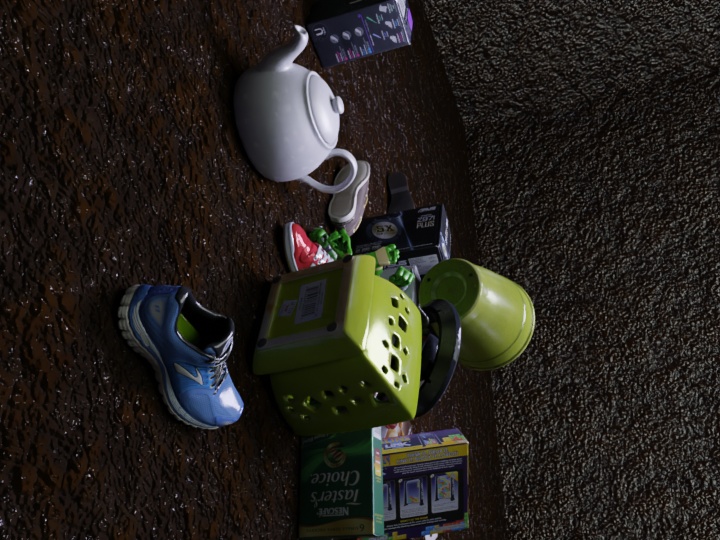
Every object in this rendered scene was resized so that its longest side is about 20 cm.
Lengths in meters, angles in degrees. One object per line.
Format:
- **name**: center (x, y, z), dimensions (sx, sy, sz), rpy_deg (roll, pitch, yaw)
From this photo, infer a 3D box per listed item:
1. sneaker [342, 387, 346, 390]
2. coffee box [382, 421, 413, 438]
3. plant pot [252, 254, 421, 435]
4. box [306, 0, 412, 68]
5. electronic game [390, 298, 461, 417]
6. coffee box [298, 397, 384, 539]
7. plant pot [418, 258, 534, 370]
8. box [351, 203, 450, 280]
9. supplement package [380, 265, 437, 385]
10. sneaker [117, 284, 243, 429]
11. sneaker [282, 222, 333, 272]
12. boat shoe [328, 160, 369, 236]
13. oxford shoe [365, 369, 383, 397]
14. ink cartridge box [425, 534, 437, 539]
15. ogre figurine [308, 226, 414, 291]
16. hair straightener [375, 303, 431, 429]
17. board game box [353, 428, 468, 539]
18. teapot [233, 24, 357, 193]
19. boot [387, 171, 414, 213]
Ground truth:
- **sneaker**: center (-0.008, 0.193, 1.144), dimensions (0.074, 0.081, 0.201), rpy_deg (-76, 150, -53)
- **coffee box**: center (0.037, 0.330, 1.210), dimensions (0.200, 0.079, 0.115), rpy_deg (-55, 132, -66)
- **plant pot**: center (-0.036, 0.100, 0.935), dimensions (0.182, 0.198, 0.201), rpy_deg (57, 29, -38)
- **box**: center (0.001, -0.527, 1.371), dimensions (0.123, 0.199, 0.106), rpy_deg (-82, 155, -45)
- **electronic game**: center (0.105, 0.143, 1.064), dimensions (0.041, 0.200, 0.201), rpy_deg (20, 48, -19)
- **coffee box**: center (-0.029, 0.292, 0.959), dimensions (0.044, 0.122, 0.201), rpy_deg (49, 37, -57)
- **plant pot**: center (0.210, 0.070, 1.251), dimensions (0.193, 0.200, 0.201), rpy_deg (37, 45, -49)
- **box**: center (0.086, -0.049, 1.374), dimensions (0.164, 0.199, 0.086), rpy_deg (-75, 151, -52)
- **supplement package**: center (0.061, 0.122, 1.281), dimensions (0.151, 0.151, 0.200), rpy_deg (-80, 154, -47)
- **sneaker**: center (-0.169, 0.095, 0.680), dimensions (0.079, 0.089, 0.201), rpy_deg (-78, 152, -48)
- **sneaker**: center (-0.050, 0.000, 1.065), dimensions (0.071, 0.112, 0.201), rpy_deg (-75, 150, -54)
- **boat shoe**: center (-0.018, -0.150, 1.325), dimensions (0.201, 0.071, 0.060), rpy_deg (-76, 157, -44)
- **oxford shoe**: center (0.001, 0.241, 1.056), dimensions (0.073, 0.071, 0.201), rpy_deg (44, 59, -36)
- **ink cartridge box**: center (0.109, 0.480, 1.376), dimensions (0.117, 0.067, 0.201), rpy_deg (20, 61, -71)
- **ogre figurine**: center (0.000, 0.000, 1.159), dimensions (0.120, 0.199, 0.098), rpy_deg (90, 12, -53)
- **hair straightener**: center (0.055, 0.146, 1.030), dimensions (0.041, 0.077, 0.201), rpy_deg (25, 82, -50)
- **board game box**: center (0.080, 0.364, 1.088), dimensions (0.057, 0.199, 0.166), rpy_deg (-135, -138, -74)
- **teapot**: center (-0.094, -0.236, 1.007), dimensions (0.200, 0.145, 0.199), rpy_deg (25, 57, -70)
- **boot**: center (0.113, -0.169, 1.753), dimensions (0.076, 0.073, 0.201), rpy_deg (72, 15, -56)
